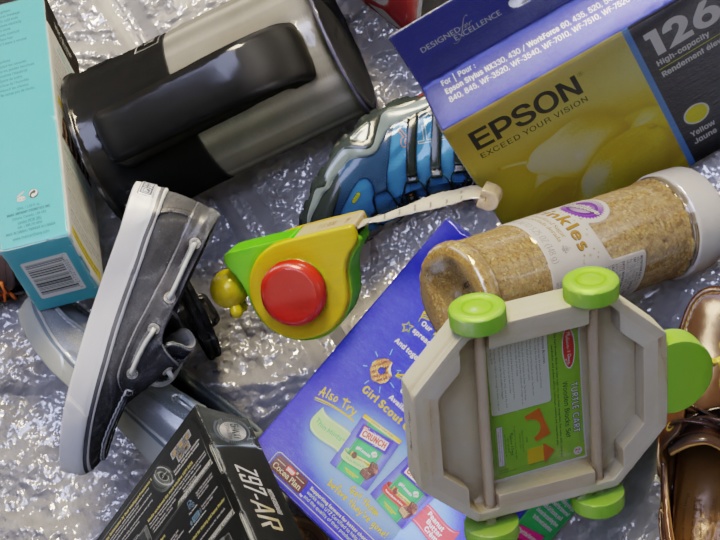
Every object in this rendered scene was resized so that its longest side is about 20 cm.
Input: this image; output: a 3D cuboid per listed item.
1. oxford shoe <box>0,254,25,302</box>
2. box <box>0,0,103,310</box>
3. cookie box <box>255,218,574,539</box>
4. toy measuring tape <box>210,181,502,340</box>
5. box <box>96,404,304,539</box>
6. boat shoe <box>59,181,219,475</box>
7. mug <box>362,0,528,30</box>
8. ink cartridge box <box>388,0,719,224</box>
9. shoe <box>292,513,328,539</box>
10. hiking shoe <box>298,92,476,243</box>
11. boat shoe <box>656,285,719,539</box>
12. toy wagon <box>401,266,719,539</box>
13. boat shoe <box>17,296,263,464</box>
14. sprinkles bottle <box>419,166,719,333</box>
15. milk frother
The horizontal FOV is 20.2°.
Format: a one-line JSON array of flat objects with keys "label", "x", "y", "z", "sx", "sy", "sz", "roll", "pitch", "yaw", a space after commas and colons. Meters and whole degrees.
[{"label": "oxford shoe", "x": -0.276, "y": 0.002, "z": 1.421, "sx": 0.072, "sy": 0.071, "sz": 0.200, "roll": 40, "pitch": 89, "yaw": 22}, {"label": "box", "x": -0.216, "y": -0.081, "z": 1.367, "sx": 0.049, "sy": 0.082, "sz": 0.201, "roll": -14, "pitch": 58, "yaw": 4}, {"label": "cookie box", "x": 0.059, "y": 0.100, "z": 1.267, "sx": 0.171, "sy": 0.075, "sz": 0.200, "roll": 41, "pitch": 89, "yaw": 27}, {"label": "toy measuring tape", "x": 0.000, "y": 0.000, "z": 1.263, "sx": 0.199, "sy": 0.074, "sz": 0.074, "roll": -14, "pitch": 69, "yaw": 17}, {"label": "box", "x": -0.115, "y": 0.210, "z": 1.246, "sx": 0.200, "sy": 0.043, "sz": 0.160, "roll": -54, "pitch": 40, "yaw": 21}, {"label": "boat shoe", "x": -0.138, "y": 0.045, "z": 1.274, "sx": 0.067, "sy": 0.072, "sz": 0.201, "roll": 18, "pitch": 105, "yaw": -2}, {"label": "mug", "x": 0.009, "y": -0.255, "z": 1.349, "sx": 0.200, "sy": 0.178, "sz": 0.134, "roll": 39, "pitch": 88, "yaw": 30}, {"label": "ink cartridge box", "x": 0.145, "y": -0.118, "z": 1.238, "sx": 0.197, "sy": 0.200, "sz": 0.047, "roll": -29, "pitch": 51, "yaw": 9}, {"label": "shoe", "x": -0.062, "y": 0.252, "z": 1.280, "sx": 0.070, "sy": 0.053, "sz": 0.201, "roll": 17, "pitch": 84, "yaw": -15}, {"label": "hiking shoe", "x": 0.046, "y": -0.071, "z": 1.323, "sx": 0.200, "sy": 0.074, "sz": 0.087, "roll": -44, "pitch": 66, "yaw": -2}, {"label": "boat shoe", "x": 0.214, "y": 0.103, "z": 1.216, "sx": 0.072, "sy": 0.068, "sz": 0.201, "roll": 1, "pitch": 74, "yaw": 20}, {"label": "toy wagon", "x": 0.123, "y": 0.073, "z": 1.158, "sx": 0.199, "sy": 0.156, "sz": 0.040, "roll": -13, "pitch": 30, "yaw": -15}, {"label": "boat shoe", "x": -0.142, "y": 0.068, "z": 1.349, "sx": 0.201, "sy": 0.070, "sz": 0.072, "roll": 41, "pitch": 102, "yaw": 19}, {"label": "sprinkles bottle", "x": 0.131, "y": -0.008, "z": 1.218, "sx": 0.199, "sy": 0.068, "sz": 0.068, "roll": -18, "pitch": 60, "yaw": -34}, {"label": "milk frother", "x": -0.077, "y": -0.072, "z": 1.354, "sx": 0.187, "sy": 0.181, "sz": 0.201, "roll": -25, "pitch": 110, "yaw": 11}]
